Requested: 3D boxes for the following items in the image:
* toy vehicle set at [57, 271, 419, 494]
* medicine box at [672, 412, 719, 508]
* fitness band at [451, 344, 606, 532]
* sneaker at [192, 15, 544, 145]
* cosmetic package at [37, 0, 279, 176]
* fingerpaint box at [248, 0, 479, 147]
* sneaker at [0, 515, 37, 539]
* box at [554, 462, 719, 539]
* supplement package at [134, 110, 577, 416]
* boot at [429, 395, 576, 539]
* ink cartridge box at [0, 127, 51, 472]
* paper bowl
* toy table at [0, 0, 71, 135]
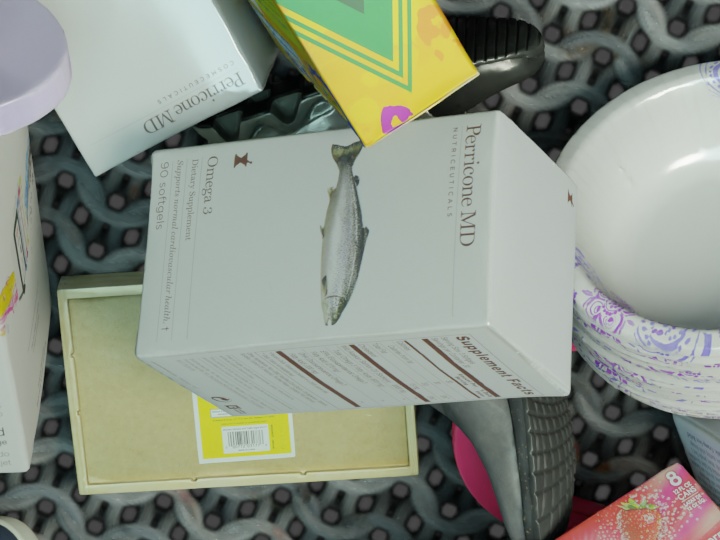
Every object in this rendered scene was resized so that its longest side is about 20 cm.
[{"bbox_3d":[-0.069,0.061,1.574,0.199,0.027,0.125,-3,106,1],"label":"toy vehicle set"},{"bbox_3d":[0.298,0.136,1.520,0.182,0.103,0.201,-26,110,-11],"label":"medicine box"},{"bbox_3d":[0.150,0.094,1.564,0.199,0.037,0.144,16,114,-9],"label":"fitness band"},{"bbox_3d":[0.015,-0.079,1.513,0.199,0.074,0.089,-16,113,16],"label":"sneaker"},{"bbox_3d":[-0.140,-0.167,1.478,0.113,0.081,0.201,-28,103,13],"label":"cosmetic package"},{"bbox_3d":[-0.032,-0.173,1.396,0.073,0.200,0.167,-33,114,-2],"label":"fingerpaint box"},{"bbox_3d":[-0.198,0.243,1.571,0.075,0.084,0.201,-29,85,26],"label":"sneaker"},{"bbox_3d":[0.116,0.204,1.477,0.199,0.100,0.096,-30,67,-22],"label":"box"},{"bbox_3d":[0.000,0.000,1.410,0.199,0.117,0.118,-6,68,25],"label":"supplement package"},{"bbox_3d":[0.038,0.062,1.508,0.131,0.070,0.201,-13,88,23],"label":"boot"},{"bbox_3d":[-0.251,-0.010,1.460,0.146,0.145,0.201,-2,130,2],"label":"ink cartridge box"},{"bbox_3d":[0.201,-0.008,1.473,0.200,0.201,0.105,-15,140,5],"label":"paper bowl"},{"bbox_3d":[-0.246,-0.146,1.375,0.199,0.184,0.117,4,134,8],"label":"toy table"}]
